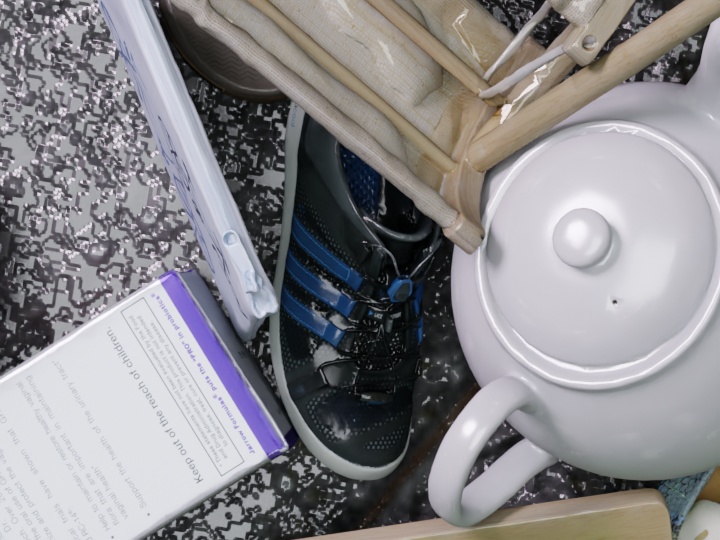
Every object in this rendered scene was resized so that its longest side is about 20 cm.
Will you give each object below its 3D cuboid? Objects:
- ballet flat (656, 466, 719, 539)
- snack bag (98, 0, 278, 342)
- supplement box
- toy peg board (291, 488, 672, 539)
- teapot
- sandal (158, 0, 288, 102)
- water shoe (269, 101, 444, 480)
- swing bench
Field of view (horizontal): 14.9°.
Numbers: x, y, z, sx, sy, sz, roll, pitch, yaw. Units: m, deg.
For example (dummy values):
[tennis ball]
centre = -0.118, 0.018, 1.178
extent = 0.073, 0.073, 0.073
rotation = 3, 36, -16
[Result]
[ballet flat]
centre = 0.190, 0.101, 1.308
extent = 0.074, 0.074, 0.201
rotation = 31, 92, 1
[snack bag]
centre = -0.079, -0.062, 1.253
extent = 0.021, 0.200, 0.190
rotation = -22, 87, -6
[supplement box]
centre = -0.140, 0.093, 1.305
extent = 0.199, 0.101, 0.104
rotation = -33, 89, 1
[toy peg board]
centre = 0.059, 0.223, 1.273
extent = 0.199, 0.098, 0.200
rotation = -8, 108, 2
[teapot]
centre = 0.118, 0.003, 1.251
extent = 0.196, 0.146, 0.201
rotation = -13, 77, 20
[sandal]
centre = -0.061, -0.182, 1.324
extent = 0.081, 0.055, 0.201
rotation = -1, 90, 2
[water shoe]
centre = 0.000, 0.000, 1.302
extent = 0.071, 0.079, 0.201
rotation = -5, 90, -26
[swing bench]
centre = 0.039, -0.153, 1.191
extent = 0.199, 0.130, 0.200
rotation = 40, 115, -20
